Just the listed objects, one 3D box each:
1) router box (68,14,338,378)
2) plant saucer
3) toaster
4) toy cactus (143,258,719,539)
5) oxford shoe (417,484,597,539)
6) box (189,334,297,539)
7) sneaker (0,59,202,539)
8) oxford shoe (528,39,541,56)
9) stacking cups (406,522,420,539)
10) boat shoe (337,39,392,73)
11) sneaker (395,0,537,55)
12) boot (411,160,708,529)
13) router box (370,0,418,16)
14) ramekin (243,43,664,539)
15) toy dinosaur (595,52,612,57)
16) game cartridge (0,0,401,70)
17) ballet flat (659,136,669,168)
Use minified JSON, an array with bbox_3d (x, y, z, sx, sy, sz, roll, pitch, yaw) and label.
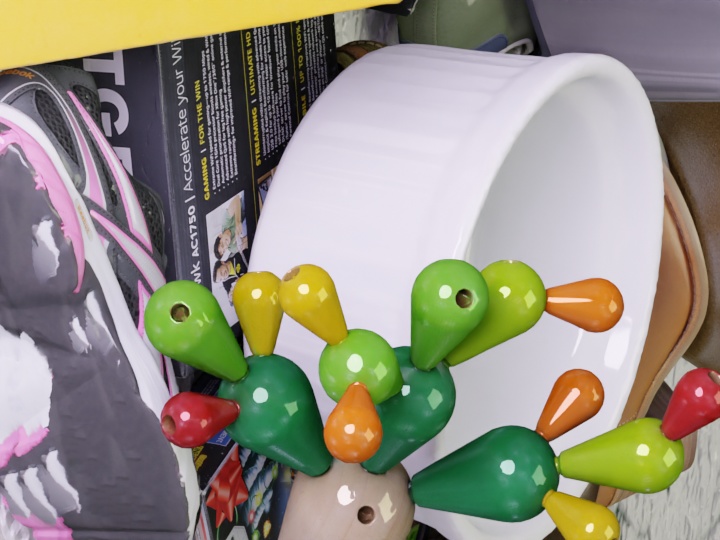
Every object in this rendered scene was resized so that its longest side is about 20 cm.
[{"bbox_3d":[-0.061,-0.079,1.040,0.149,0.051,0.201,-39,130,-58],"label":"router box"},{"bbox_3d":[0.184,-0.024,1.551,0.200,0.035,0.201,164,-90,-76],"label":"plant saucer"},{"bbox_3d":[0.143,-0.162,1.251,0.114,0.128,0.200,-65,149,-33],"label":"toaster"},{"bbox_3d":[0.014,0.066,0.943,0.103,0.199,0.165,-102,-152,-42],"label":"toy cactus"},{"bbox_3d":[0.058,0.130,1.146,0.200,0.073,0.084,-56,-170,-33],"label":"oxford shoe"},{"bbox_3d":[-0.039,0.132,1.151,0.137,0.040,0.201,-55,144,-49],"label":"box"},{"bbox_3d":[-0.091,0.013,0.954,0.086,0.080,0.201,-60,148,-48],"label":"sneaker"},{"bbox_3d":[0.090,-0.040,1.396,0.084,0.072,0.201,-37,140,-65],"label":"oxford shoe"},{"bbox_3d":[0.032,0.175,1.200,0.061,0.060,0.201,68,35,-48],"label":"stacking cups"},{"bbox_3d":[0.000,0.000,1.194,0.068,0.072,0.201,-6,91,-62],"label":"boat shoe"},{"bbox_3d":[0.065,-0.146,1.323,0.200,0.067,0.090,-43,140,-57],"label":"sneaker"},{"bbox_3d":[0.086,0.037,1.327,0.154,0.077,0.201,-16,123,-21],"label":"boot"},{"bbox_3d":[0.034,-0.229,1.140,0.150,0.062,0.201,125,-19,-64],"label":"router box"},{"bbox_3d":[0.037,0.005,1.081,0.200,0.097,0.202,-36,133,-51],"label":"ramekin"},{"bbox_3d":[0.042,-0.030,1.278,0.200,0.047,0.088,-55,-175,2],"label":"toy dinosaur"},{"bbox_3d":[-0.076,-0.170,0.864,0.032,0.175,0.201,-135,-143,-63],"label":"game cartridge"},{"bbox_3d":[0.140,-0.022,1.512,0.068,0.068,0.201,-31,123,-44],"label":"ballet flat"}]
